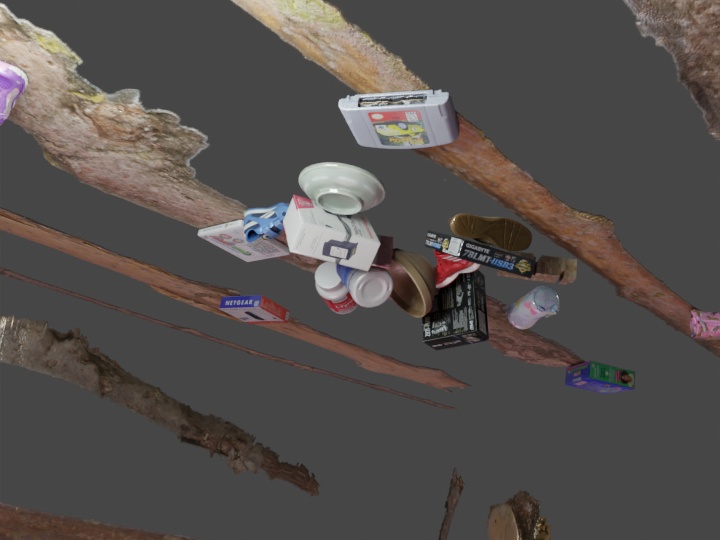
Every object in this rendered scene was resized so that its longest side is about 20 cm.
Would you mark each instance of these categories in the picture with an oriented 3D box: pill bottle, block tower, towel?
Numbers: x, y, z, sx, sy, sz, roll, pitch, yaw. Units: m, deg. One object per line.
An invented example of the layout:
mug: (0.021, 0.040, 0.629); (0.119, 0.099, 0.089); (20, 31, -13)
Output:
pill bottle: (0.000, 0.000, 1.663); (0.112, 0.112, 0.200); (23, -162, -32)
block tower: (0.446, -0.008, 1.643); (0.199, 0.058, 0.054); (9, 158, 4)
towel: (-0.017, -0.057, 1.618); (0.199, 0.144, 0.023); (9, 121, 1)
pill bottle: (-0.071, 0.050, 1.934); (0.112, 0.113, 0.200); (4, 159, 14)

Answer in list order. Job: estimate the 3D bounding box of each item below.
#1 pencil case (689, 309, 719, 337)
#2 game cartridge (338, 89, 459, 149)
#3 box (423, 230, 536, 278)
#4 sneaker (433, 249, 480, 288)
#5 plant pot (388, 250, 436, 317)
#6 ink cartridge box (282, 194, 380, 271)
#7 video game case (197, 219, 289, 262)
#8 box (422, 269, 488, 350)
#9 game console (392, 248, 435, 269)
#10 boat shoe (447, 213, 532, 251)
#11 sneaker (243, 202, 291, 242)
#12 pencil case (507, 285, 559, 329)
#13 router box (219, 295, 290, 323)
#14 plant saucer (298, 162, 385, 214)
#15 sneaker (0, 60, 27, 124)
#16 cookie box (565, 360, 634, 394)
pencil case: (1.020, 0.149, 1.768); (0.199, 0.087, 0.083); (0, 126, 22)
game cartridge: (0.073, -0.269, 1.160); (0.199, 0.041, 0.133); (2, 162, 20)
box: (0.277, -0.042, 1.515); (0.199, 0.050, 0.198); (14, -173, -18)
sneaker: (0.217, -0.027, 1.694); (0.115, 0.079, 0.200); (30, 140, -26)
plant pot: (0.135, 0.019, 1.703); (0.201, 0.093, 0.201); (44, 156, 25)
ink cartridge box: (-0.069, -0.087, 1.506); (0.199, 0.145, 0.085); (14, 118, -23)
video game case: (-0.331, -0.081, 1.833); (0.182, 0.024, 0.200); (-8, 153, 37)
box: (0.259, 0.103, 1.778); (0.163, 0.201, 0.086); (-16, 149, 30)
game console: (0.111, -0.005, 1.842); (0.200, 0.031, 0.177); (25, 148, -37)
boat shoe: (0.298, -0.093, 1.491); (0.199, 0.072, 0.072); (9, -172, -9)
sneaker: (-0.214, -0.117, 1.610); (0.199, 0.083, 0.074); (-8, 152, 34)
pencil case: (0.507, 0.111, 1.884); (0.091, 0.083, 0.200); (33, 158, 0)
router box: (-0.398, 0.149, 2.419); (0.199, 0.049, 0.179); (-4, 155, 32)
plant saucer: (-0.044, -0.171, 1.442); (0.199, 0.050, 0.200); (8, 159, 3)
sneaker: (-0.710, -0.336, 1.250); (0.080, 0.089, 0.200); (23, 154, -29)
cookie box: (0.934, 0.421, 2.511); (0.199, 0.076, 0.171); (14, 159, -12)
